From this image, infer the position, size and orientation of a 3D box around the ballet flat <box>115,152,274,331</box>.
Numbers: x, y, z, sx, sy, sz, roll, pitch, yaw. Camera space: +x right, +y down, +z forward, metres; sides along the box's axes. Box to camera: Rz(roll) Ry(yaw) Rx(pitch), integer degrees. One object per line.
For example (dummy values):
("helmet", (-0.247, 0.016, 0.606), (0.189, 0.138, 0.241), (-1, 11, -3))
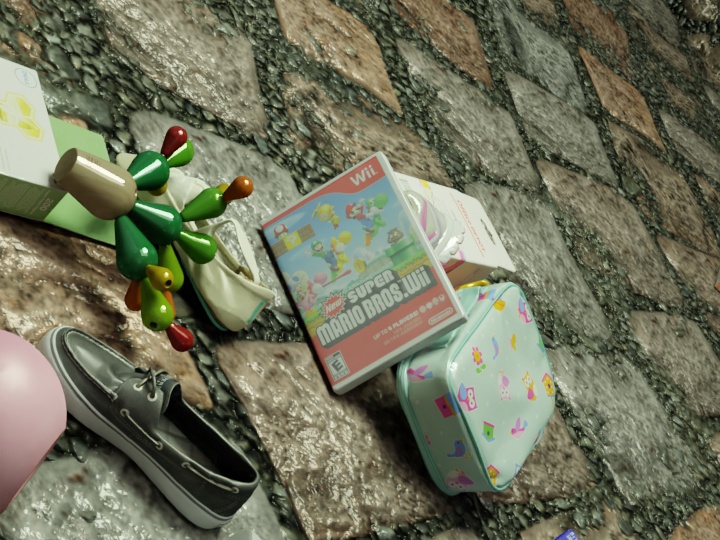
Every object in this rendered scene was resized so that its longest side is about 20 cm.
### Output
("ballet flat", (-0.145, -0.039, 1.281), (0.201, 0.069, 0.069), (55, 28, 11))

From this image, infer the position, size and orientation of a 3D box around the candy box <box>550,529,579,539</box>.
("candy box", (0.171, 0.338, 1.247), (0.170, 0.077, 0.200), (55, 29, 11))

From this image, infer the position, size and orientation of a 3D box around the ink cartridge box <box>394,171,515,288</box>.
("ink cartridge box", (0.075, -0.037, 1.595), (0.199, 0.067, 0.117), (12, 45, -47))

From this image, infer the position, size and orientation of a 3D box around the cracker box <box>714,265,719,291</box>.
("cracker box", (0.661, 0.024, 2.373), (0.134, 0.058, 0.200), (47, 28, -2))

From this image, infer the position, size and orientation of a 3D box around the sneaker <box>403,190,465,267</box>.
("sneaker", (0.026, 0.002, 1.412), (0.088, 0.081, 0.201), (44, 51, -24))

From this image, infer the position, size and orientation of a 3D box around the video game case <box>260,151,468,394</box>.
("video game case", (0.000, 0.000, 1.364), (0.201, 0.142, 0.017), (64, 10, 28))

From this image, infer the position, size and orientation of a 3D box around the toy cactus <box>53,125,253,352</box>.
("toy cactus", (-0.174, -0.047, 1.178), (0.165, 0.102, 0.201), (34, 54, -37))

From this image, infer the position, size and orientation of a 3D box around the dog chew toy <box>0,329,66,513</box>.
("dog chew toy", (-0.285, 0.067, 0.896), (0.200, 0.125, 0.125), (37, 29, -5))

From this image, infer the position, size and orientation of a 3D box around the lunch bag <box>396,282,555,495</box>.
("lunch bag", (0.114, 0.108, 1.389), (0.200, 0.077, 0.161), (-48, 118, -52))

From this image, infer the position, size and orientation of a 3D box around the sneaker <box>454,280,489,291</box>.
("sneaker", (0.092, 0.056, 1.493), (0.073, 0.077, 0.200), (48, 29, -3))

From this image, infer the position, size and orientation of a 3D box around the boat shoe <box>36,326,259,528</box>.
("boat shoe", (-0.155, 0.108, 1.078), (0.200, 0.066, 0.070), (48, 27, -2))

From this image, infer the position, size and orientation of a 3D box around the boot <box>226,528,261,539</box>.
("boot", (-0.086, 0.276, 0.976), (0.096, 0.073, 0.200), (46, 35, -18))

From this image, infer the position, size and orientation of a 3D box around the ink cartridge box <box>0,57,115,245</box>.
("ink cartridge box", (-0.272, -0.105, 1.204), (0.199, 0.048, 0.146), (16, 41, -43))
